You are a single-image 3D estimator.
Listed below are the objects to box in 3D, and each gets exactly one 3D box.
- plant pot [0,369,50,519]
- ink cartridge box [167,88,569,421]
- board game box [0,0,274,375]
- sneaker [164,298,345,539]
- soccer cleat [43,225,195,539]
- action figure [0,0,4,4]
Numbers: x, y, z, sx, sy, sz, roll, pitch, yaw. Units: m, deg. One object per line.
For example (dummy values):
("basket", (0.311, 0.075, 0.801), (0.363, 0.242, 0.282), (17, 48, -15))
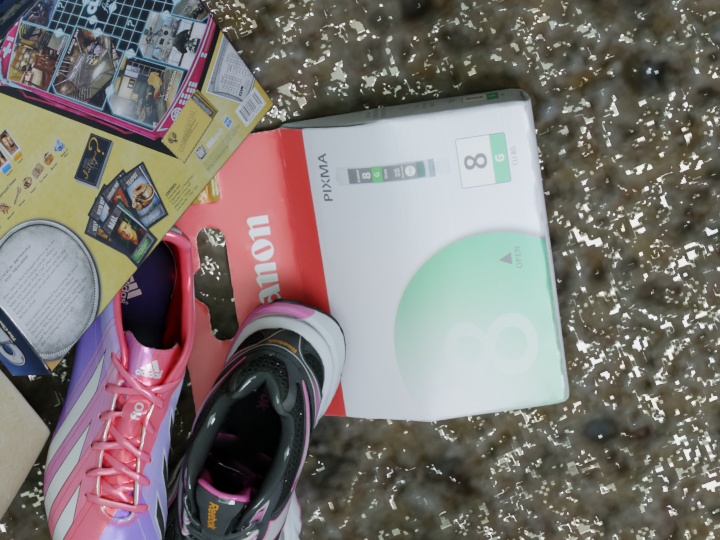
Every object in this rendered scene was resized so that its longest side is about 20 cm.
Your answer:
("plant pot", (-0.264, 0.112, 1.380), (0.200, 0.187, 0.187), (-41, 99, -8))
("ink cartridge box", (0.000, 0.000, 1.406), (0.199, 0.050, 0.162), (-9, 102, 1))
("board game box", (-0.141, -0.066, 1.321), (0.136, 0.035, 0.200), (55, 54, -25))
("sneaker", (-0.070, 0.115, 1.399), (0.080, 0.086, 0.201), (16, 113, 9))
("soccer cleat", (-0.119, 0.071, 1.381), (0.066, 0.076, 0.201), (9, 83, -19))
("action figure", (-0.215, -0.124, 1.322), (0.065, 0.099, 0.201), (15, 79, 29))
